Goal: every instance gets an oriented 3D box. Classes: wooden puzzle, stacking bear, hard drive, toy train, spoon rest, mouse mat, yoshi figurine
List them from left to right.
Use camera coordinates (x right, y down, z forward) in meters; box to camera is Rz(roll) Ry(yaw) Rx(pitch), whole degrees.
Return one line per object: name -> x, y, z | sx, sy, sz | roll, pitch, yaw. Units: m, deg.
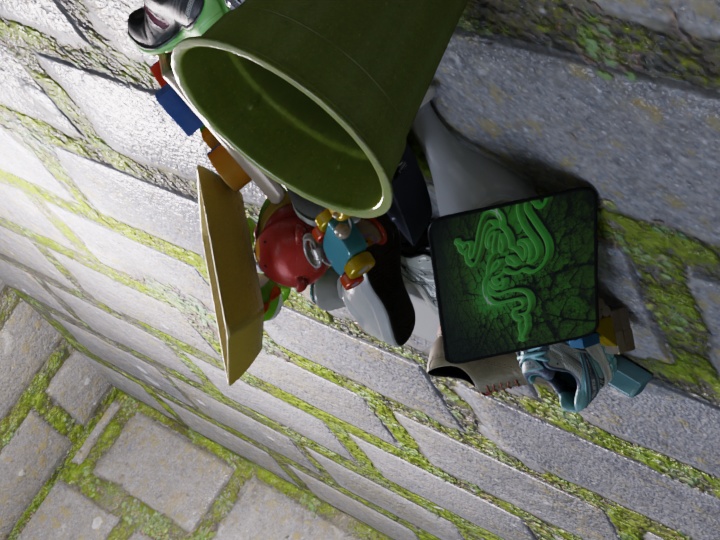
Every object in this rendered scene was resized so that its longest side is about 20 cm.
wooden puzzle -> -0.168, -0.162, 1.465 | 0.186, 0.046, 0.200 | 50, -178, -26
yoshi figurine -> -0.111, -0.005, 1.649 | 0.112, 0.200, 0.112 | 40, 171, 8
stacking bear -> -0.068, -0.041, 1.480 | 0.112, 0.123, 0.200 | 6, -161, -1
toy train -> -0.030, -0.084, 1.293 | 0.150, 0.055, 0.202 | 39, 150, 52
hard drive -> 0.014, -0.116, 1.313 | 0.135, 0.042, 0.200 | 53, 176, 26
hard drive -> 0.111, 0.066, 1.718 | 0.198, 0.027, 0.132 | 22, 159, 34
spoon rest -> 0.102, -0.084, 1.265 | 0.201, 0.099, 0.061 | 56, 179, -17
mouse mat -> 0.149, 0.009, 1.276 | 0.008, 0.159, 0.202 | -103, 1, -47

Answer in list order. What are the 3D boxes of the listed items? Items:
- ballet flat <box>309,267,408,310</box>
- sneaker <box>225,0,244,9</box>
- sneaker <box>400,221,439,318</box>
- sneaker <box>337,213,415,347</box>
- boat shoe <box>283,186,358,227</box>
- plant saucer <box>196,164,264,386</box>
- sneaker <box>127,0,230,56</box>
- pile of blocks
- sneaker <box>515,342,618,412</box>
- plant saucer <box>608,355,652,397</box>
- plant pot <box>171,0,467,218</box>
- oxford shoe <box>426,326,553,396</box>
ballet flat -> 0.008, 0.009, 1.601 | 0.069, 0.070, 0.200 | 28, -164, 18
sneaker -> -0.100, -0.266, 1.148 | 0.139, 0.078, 0.200 | 10, 150, 52
sneaker -> 0.091, -0.002, 1.496 | 0.198, 0.076, 0.088 | 30, 159, 7
sneaker -> 0.000, 0.000, 1.476 | 0.084, 0.073, 0.202 | 18, 138, 32
boat shoe -> -0.051, -0.106, 1.413 | 0.202, 0.071, 0.061 | 49, 161, 56
plant saucer -> -0.144, 0.007, 1.515 | 0.048, 0.202, 0.200 | -9, 161, -8
sneaker -> -0.181, -0.268, 1.330 | 0.199, 0.077, 0.084 | -3, 123, 58
pile of blocks -> 0.195, 0.031, 1.377 | 0.200, 0.083, 0.062 | 41, 161, -22
sneaker -> 0.198, 0.071, 1.450 | 0.200, 0.087, 0.077 | 46, 151, -16
plant saucer -> 0.240, 0.084, 1.546 | 0.199, 0.019, 0.070 | 32, 162, 11
plant pot -> -0.010, -0.176, 1.030 | 0.199, 0.191, 0.200 | 31, 162, 11
oxford shoe -> 0.173, 0.123, 1.601 | 0.198, 0.075, 0.071 | 13, 154, 29
